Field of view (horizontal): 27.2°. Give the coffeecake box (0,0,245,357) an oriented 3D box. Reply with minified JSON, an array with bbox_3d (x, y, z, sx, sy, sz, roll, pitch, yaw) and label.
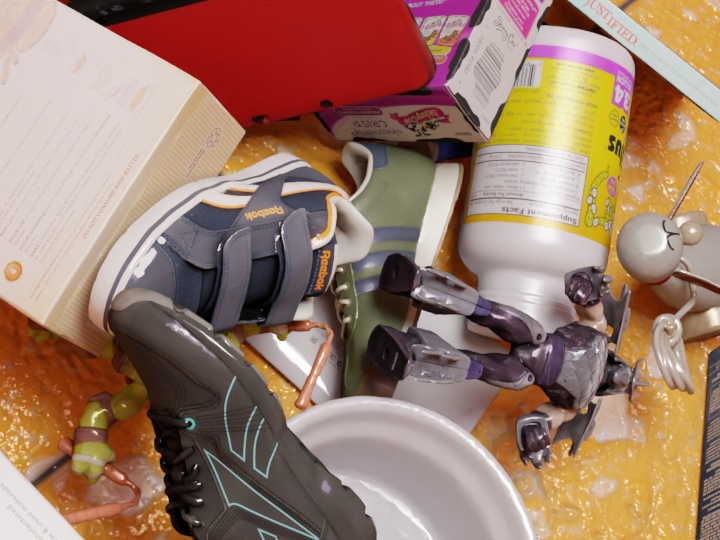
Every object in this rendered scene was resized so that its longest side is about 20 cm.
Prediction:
[{"bbox_3d":[-0.192,-0.071,0.844,0.199,0.073,0.155,30,83,23],"label":"coffeecake box"}]

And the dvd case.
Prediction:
[{"bbox_3d":[0.201,-0.170,1.090,0.145,0.200,0.022,38,102,-4],"label":"dvd case"}]

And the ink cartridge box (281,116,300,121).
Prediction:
[{"bbox_3d":[-0.078,-0.196,0.970,0.098,0.203,0.039,-4,26,-23],"label":"ink cartridge box"}]

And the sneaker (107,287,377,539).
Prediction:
[{"bbox_3d":[-0.070,0.097,0.761,0.079,0.075,0.201,-43,110,-17],"label":"sneaker"}]

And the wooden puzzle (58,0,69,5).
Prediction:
[{"bbox_3d":[-0.248,-0.196,0.971,0.198,0.046,0.187,-19,76,-29],"label":"wooden puzzle"}]

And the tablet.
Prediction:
[{"bbox_3d":[0.001,0.038,0.991,0.200,0.014,0.130,42,57,-1],"label":"tablet"}]

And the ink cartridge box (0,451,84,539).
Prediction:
[{"bbox_3d":[-0.235,0.202,0.737,0.083,0.145,0.200,45,58,0],"label":"ink cartridge box"}]

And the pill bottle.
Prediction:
[{"bbox_3d":[0.123,-0.054,1.007,0.103,0.104,0.203,13,81,-17],"label":"pill bottle"}]

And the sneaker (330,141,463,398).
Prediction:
[{"bbox_3d":[0.000,0.000,0.967,0.089,0.067,0.202,21,60,-4],"label":"sneaker"}]

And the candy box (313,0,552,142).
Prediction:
[{"bbox_3d":[0.057,-0.183,1.000,0.061,0.135,0.202,45,61,-41],"label":"candy box"}]

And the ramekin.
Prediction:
[{"bbox_3d":[0.000,0.185,0.874,0.198,0.098,0.203,9,65,-19],"label":"ramekin"}]

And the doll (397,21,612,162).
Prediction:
[{"bbox_3d":[0.110,-0.130,1.093,0.198,0.048,0.138,-24,87,-28],"label":"doll"}]

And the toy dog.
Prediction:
[{"bbox_3d":[0.241,-0.007,1.022,0.133,0.095,0.200,66,18,-6],"label":"toy dog"}]

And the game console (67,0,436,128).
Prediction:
[{"bbox_3d":[-0.068,-0.191,0.908,0.118,0.197,0.175,19,64,-65],"label":"game console"}]

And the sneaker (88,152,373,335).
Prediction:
[{"bbox_3d":[-0.063,-0.008,0.834,0.079,0.079,0.200,31,36,19],"label":"sneaker"}]

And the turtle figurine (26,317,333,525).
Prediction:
[{"bbox_3d":[-0.128,0.052,0.856,0.199,0.065,0.161,-36,46,-23],"label":"turtle figurine"}]

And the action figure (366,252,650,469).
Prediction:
[{"bbox_3d":[0.101,0.052,0.917,0.198,0.069,0.132,15,86,-26],"label":"action figure"}]

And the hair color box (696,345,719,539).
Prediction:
[{"bbox_3d":[0.293,0.151,1.038,0.099,0.061,0.202,19,62,-14],"label":"hair color box"}]
